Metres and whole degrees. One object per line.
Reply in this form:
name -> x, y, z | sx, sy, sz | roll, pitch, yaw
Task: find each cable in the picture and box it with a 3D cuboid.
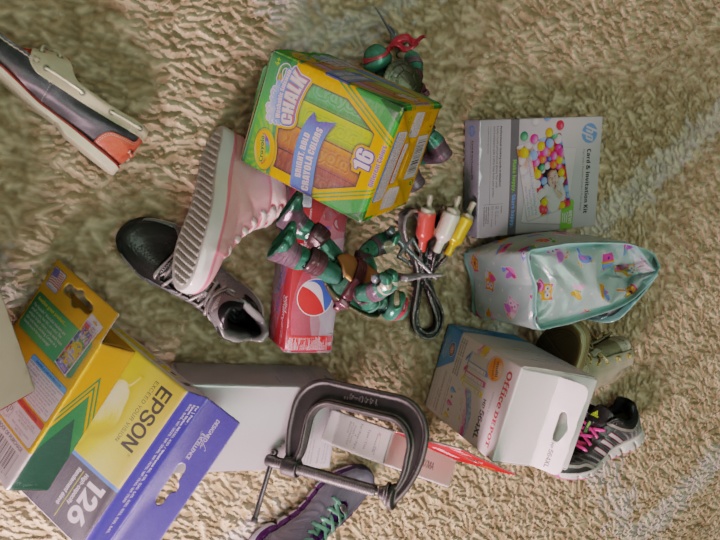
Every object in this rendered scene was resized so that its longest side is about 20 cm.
cable -> 0.088, -0.004, 0.890 | 0.097, 0.050, 0.201 | 7, 99, -21

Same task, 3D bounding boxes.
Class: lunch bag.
lunch bag -> 0.266, 0.006, 0.900 | 0.199, 0.170, 0.123 | -10, 96, -20

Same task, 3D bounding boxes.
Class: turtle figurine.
turtle figurine -> 0.036, -0.198, 0.801 | 0.149, 0.101, 0.200 | -36, 119, -11
turtle figurine -> 0.000, 0.000, 0.731 | 0.199, 0.150, 0.101 | 30, 105, -19

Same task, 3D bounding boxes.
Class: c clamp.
c clamp -> -0.021, 0.210, 0.757 | 0.027, 0.199, 0.172 | 36, 59, -61

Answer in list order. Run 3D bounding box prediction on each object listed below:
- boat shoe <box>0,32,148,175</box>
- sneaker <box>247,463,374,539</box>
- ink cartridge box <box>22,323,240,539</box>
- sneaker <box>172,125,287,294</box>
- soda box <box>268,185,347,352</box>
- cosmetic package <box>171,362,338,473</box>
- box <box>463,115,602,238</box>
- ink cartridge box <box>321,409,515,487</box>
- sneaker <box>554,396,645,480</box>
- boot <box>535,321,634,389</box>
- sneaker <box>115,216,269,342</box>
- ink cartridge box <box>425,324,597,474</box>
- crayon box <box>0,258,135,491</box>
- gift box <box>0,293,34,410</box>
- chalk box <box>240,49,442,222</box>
boat shoe -> -0.305, -0.183, 0.671 | 0.200, 0.071, 0.063 | 44, 78, -27
sneaker -> -0.053, 0.342, 0.890 | 0.200, 0.087, 0.075 | -36, 113, -11
ink cartridge box -> -0.265, 0.185, 0.725 | 0.200, 0.047, 0.198 | 33, 86, 18
sneaker -> -0.133, -0.055, 0.737 | 0.104, 0.075, 0.201 | 28, 54, -34
soda box -> -0.064, -0.005, 0.814 | 0.063, 0.070, 0.201 | 3, 100, -26
cosmetic package -> -0.132, 0.177, 0.824 | 0.199, 0.081, 0.113 | 8, 99, -23
box -> 0.237, -0.131, 0.930 | 0.199, 0.041, 0.157 | -6, 105, -23
ink cartridge box -> 0.075, 0.232, 0.833 | 0.200, 0.176, 0.045 | 38, 67, -52
sneaker -> 0.364, 0.255, 1.057 | 0.199, 0.074, 0.088 | -17, 109, -24
boot -> 0.331, 0.123, 0.984 | 0.154, 0.072, 0.201 | -20, 138, -19
sneaker -> -0.174, 0.015, 0.747 | 0.200, 0.115, 0.075 | 38, 87, -26
ink cartridge box -> 0.199, 0.167, 0.894 | 0.125, 0.200, 0.129 | 12, 97, -25
crayon box -> -0.318, 0.106, 0.699 | 0.200, 0.126, 0.052 | -58, 148, -1
gift box -> -0.439, 0.054, 0.594 | 0.184, 0.199, 0.188 | -38, 125, -55
chalk box -> -0.038, -0.156, 0.722 | 0.199, 0.124, 0.125 | 27, 114, 17
